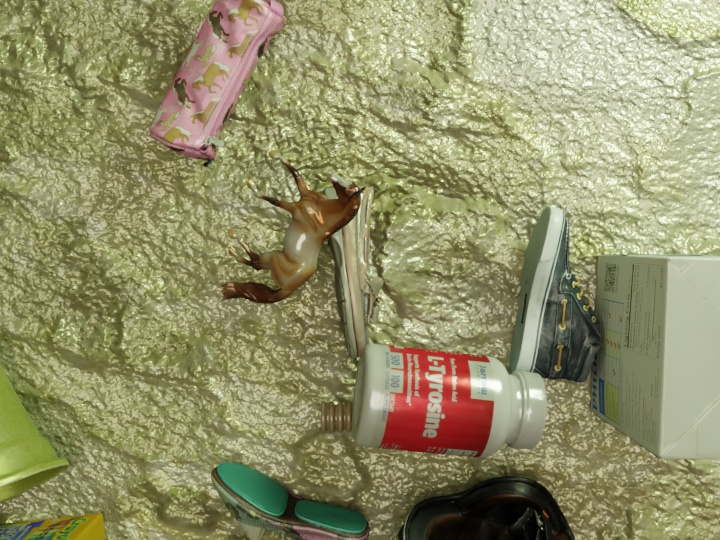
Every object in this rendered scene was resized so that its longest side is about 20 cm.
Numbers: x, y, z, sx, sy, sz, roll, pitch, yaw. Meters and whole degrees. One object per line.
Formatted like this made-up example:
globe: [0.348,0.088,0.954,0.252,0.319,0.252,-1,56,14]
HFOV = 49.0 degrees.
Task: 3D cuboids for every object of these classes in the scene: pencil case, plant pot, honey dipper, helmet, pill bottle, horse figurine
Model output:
pencil case: [-0.160,-0.221,0.892,0.086,0.083,0.200,27,91,-1]
plant pot: [-0.451,0.173,0.868,0.200,0.200,0.185,-25,80,1]
honey dipper: [0.053,0.170,0.934,0.199,0.038,0.038,-2,93,-3]
helmet: [0.135,0.336,0.865,0.190,0.200,0.200,-27,93,21]
pill bottle: [0.096,0.146,0.870,0.199,0.112,0.113,6,92,-6]
horse figurine: [-0.083,-0.038,0.889,0.132,0.050,0.200,32,108,15]

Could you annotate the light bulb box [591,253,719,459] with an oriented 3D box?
light bulb box: [0.342,0.081,0.848,0.124,0.200,0.199,2,93,-2]

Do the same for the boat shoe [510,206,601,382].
boat shoe: [0.235,0.030,0.914,0.091,0.071,0.201,8,99,-2]

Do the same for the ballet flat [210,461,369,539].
ballet flat: [-0.089,0.293,0.928,0.199,0.069,0.071,20,112,-1]

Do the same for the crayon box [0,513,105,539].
crayon box: [-0.375,0.325,0.893,0.199,0.126,0.052,-5,92,0]

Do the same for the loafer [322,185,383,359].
loafer: [0.000,0.000,0.911,0.063,0.072,0.201,-9,90,-7]
